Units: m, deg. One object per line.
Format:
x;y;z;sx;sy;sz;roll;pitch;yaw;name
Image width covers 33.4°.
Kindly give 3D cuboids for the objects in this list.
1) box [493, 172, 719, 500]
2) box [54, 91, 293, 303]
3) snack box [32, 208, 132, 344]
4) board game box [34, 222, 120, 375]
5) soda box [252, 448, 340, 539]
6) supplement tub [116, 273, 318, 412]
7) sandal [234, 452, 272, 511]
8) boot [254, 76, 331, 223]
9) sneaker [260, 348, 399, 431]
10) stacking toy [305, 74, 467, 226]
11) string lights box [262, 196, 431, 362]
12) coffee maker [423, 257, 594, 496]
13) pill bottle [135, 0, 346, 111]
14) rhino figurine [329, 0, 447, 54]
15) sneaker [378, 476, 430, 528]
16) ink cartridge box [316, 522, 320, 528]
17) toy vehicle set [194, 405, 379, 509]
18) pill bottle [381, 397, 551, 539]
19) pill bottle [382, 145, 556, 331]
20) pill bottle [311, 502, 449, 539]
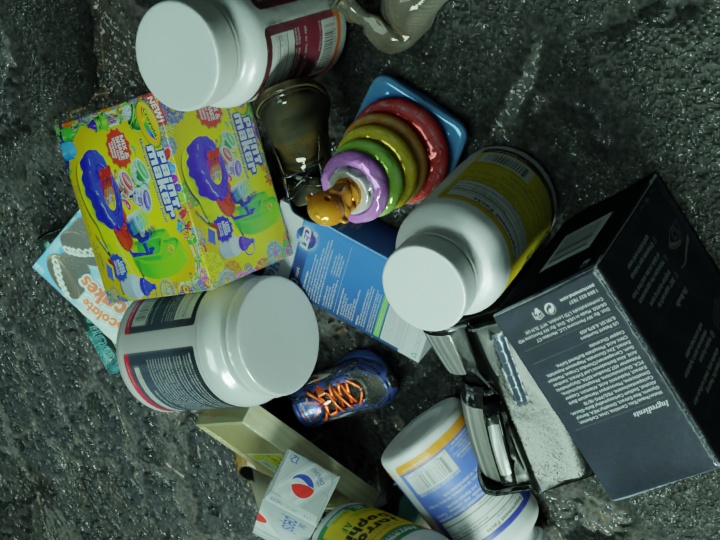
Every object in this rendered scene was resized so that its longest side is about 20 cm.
0.243;0.056;1.060;0.117;0.197;0.201;-29;99;38;box
-0.197;-0.086;1.263;0.191;0.121;0.203;-8;101;45;box
-0.279;0.020;1.427;0.200;0.037;0.116;43;111;-7;snack box
-0.311;0.028;1.494;0.134;0.028;0.202;-16;107;37;board game box
-0.076;0.267;1.364;0.068;0.064;0.200;27;156;2;soda box
-0.156;0.079;1.300;0.198;0.140;0.142;-9;111;41;supplement tub
-0.127;0.242;1.483;0.081;0.055;0.203;6;118;29;sandal
-0.050;-0.113;1.155;0.074;0.200;0.098;-19;78;1;boot
-0.039;0.147;1.362;0.198;0.078;0.076;-20;105;38;sneaker
0.007;-0.087;1.124;0.115;0.200;0.111;33;128;10;stacking toy
0.000;0.000;1.268;0.198;0.059;0.104;29;127;15;string lights box
0.175;0.095;1.176;0.190;0.135;0.202;-23;114;-4;coffee maker
-0.109;-0.216;1.116;0.113;0.199;0.116;12;114;29;pill bottle
0.057;-0.274;1.079;0.087;0.060;0.200;34;130;-15;rhino figurine
0.038;0.324;1.423;0.079;0.071;0.202;30;120;16;sneaker
-0.012;0.431;1.452;0.174;0.043;0.202;-123;30;-47;ink cartridge box
-0.085;0.217;1.388;0.199;0.027;0.124;39;154;-24;toy vehicle set
0.122;0.248;1.298;0.112;0.112;0.201;-34;96;39;pill bottle
0.098;-0.028;1.100;0.110;0.200;0.113;15;123;24;pill bottle
0.039;0.322;1.270;0.199;0.112;0.114;7;122;55;pill bottle
